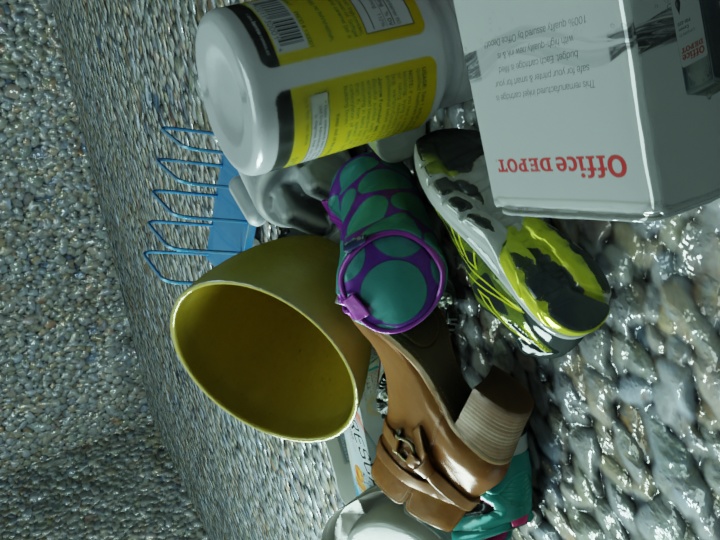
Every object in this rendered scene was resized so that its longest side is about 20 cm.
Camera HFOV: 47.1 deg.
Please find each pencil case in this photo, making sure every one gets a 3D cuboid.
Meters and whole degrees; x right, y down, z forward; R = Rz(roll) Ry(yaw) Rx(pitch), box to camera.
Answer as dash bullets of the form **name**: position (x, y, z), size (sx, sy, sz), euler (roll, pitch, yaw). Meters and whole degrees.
- **pencil case**: position (0.015, -0.031, 0.697), size (0.201, 0.091, 0.086), euler (-97, -19, -65)

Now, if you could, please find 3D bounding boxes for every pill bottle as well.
- **pill bottle**: position (-0.009, -0.149, 0.600), size (0.114, 0.198, 0.115), euler (47, 147, 44)

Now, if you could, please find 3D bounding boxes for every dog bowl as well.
- **dog bowl**: position (0.054, 0.322, 0.906), size (0.198, 0.059, 0.203), euler (16, 122, 26)

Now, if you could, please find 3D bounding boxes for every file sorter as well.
- **file sorter**: position (-0.225, -0.092, 1.168), size (0.139, 0.121, 0.203), euler (36, 118, 53)

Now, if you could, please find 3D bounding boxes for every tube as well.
- **tube**: position (-0.006, -0.176, 0.778), size (0.052, 0.058, 0.201), euler (49, -176, -48)

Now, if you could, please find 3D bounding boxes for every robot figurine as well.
- **robot figurine**: position (-0.078, -0.127, 0.882), size (0.170, 0.112, 0.201), euler (-45, 50, 18)

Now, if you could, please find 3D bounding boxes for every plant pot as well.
- **plant pot**: position (-0.066, 0.047, 0.818), size (0.197, 0.142, 0.202), euler (15, 132, 17)

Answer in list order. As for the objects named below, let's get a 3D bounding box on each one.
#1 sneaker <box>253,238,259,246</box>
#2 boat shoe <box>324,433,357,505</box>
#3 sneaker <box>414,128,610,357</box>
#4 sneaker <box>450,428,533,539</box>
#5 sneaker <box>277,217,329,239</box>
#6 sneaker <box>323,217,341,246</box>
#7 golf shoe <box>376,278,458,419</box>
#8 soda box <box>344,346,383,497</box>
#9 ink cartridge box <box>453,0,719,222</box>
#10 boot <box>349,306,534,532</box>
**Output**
- **sneaker**: position (-0.167, 0.029, 1.304), size (0.099, 0.075, 0.201), euler (34, 141, 19)
- **boat shoe**: position (-0.012, 0.204, 1.065), size (0.069, 0.071, 0.202), euler (47, -157, -77)
- **sneaker**: position (0.095, -0.018, 0.608), size (0.201, 0.074, 0.085), euler (59, 155, 28)
- **sneaker**: position (0.100, 0.206, 0.791), size (0.199, 0.083, 0.123), euler (169, 92, -66)
- **sneaker**: position (-0.088, -0.041, 1.000), size (0.203, 0.098, 0.071), euler (71, 159, 4)
- **sneaker**: position (0.000, 0.000, 0.899), size (0.118, 0.074, 0.200), euler (34, 134, -10)
- **golf shoe**: position (0.053, 0.064, 0.813), size (0.089, 0.076, 0.202), euler (-105, 17, -51)
- **soda box**: position (0.023, 0.195, 0.964), size (0.063, 0.068, 0.203), euler (20, 125, 60)
- **ink cartridge box**: position (0.125, -0.136, 0.454), size (0.145, 0.084, 0.203), euler (13, 118, 64)
- **boot**: position (0.042, 0.114, 0.708), size (0.199, 0.076, 0.157), euler (36, 125, 18)
